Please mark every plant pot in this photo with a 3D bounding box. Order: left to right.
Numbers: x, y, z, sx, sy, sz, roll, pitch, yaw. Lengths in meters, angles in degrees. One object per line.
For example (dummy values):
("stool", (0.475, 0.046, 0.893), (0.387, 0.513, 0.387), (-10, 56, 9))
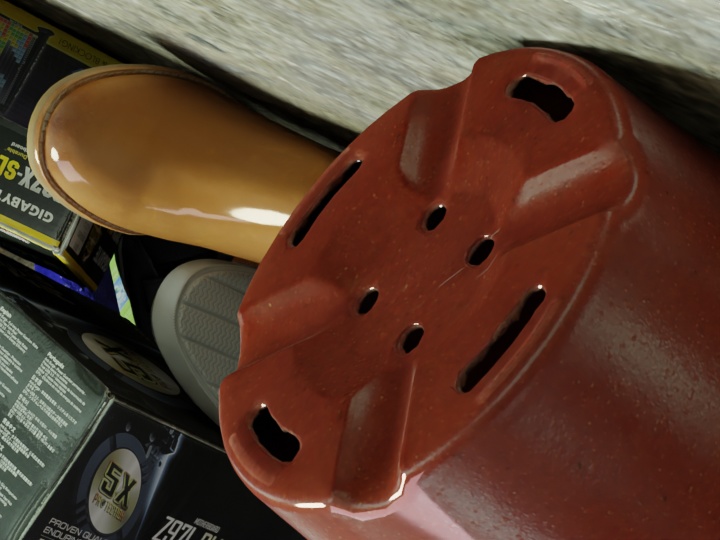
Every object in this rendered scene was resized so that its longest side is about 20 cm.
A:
("plant pot", (0.078, 0.050, 0.700), (0.195, 0.201, 0.201), (38, 169, -31))

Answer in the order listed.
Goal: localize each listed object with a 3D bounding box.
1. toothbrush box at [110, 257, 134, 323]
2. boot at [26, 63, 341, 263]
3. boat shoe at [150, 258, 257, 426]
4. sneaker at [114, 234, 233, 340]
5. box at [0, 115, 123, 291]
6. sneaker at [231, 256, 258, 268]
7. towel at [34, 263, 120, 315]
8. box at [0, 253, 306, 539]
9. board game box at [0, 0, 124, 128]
("toothbrush box", (-0.086, 0.039, 1.564), (0.146, 0.086, 0.200), (29, -164, -28))
("boot", (-0.024, -0.029, 1.005), (0.200, 0.074, 0.155), (14, -176, -35))
("boat shoe", (-0.032, 0.056, 1.115), (0.062, 0.072, 0.200), (7, 157, 46))
("sneaker", (-0.092, 0.034, 1.395), (0.078, 0.200, 0.079), (-13, -153, -16))
("box", (-0.208, -0.059, 1.114), (0.200, 0.049, 0.160), (25, 176, 2))
("sneaker", (0.000, 0.000, 1.171), (0.073, 0.077, 0.200), (48, 164, -31))
("towel", (-0.165, -0.002, 1.365), (0.050, 0.200, 0.148), (-12, 178, -5))
("box", (-0.135, 0.070, 1.120), (0.164, 0.086, 0.200), (31, -176, -47))
("board game box", (-0.161, -0.085, 1.189), (0.200, 0.057, 0.165), (27, 176, -20))
